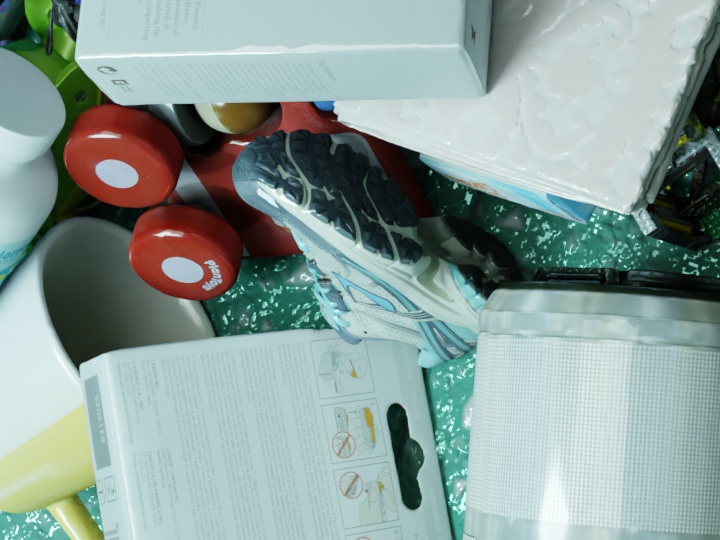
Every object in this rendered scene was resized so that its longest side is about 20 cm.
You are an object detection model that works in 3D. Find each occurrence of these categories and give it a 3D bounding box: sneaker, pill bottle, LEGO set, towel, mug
[{"bbox_3d":[0.000,0.000,1.055,0.086,0.199,0.078,-41,36,26],"label":"sneaker"},{"bbox_3d":[-0.240,-0.031,1.075,0.111,0.110,0.200,53,124,20],"label":"pill bottle"},{"bbox_3d":[0.188,-0.103,1.004,0.199,0.116,0.155,-26,75,21],"label":"LEGO set"},{"bbox_3d":[0.098,-0.141,0.968,0.190,0.032,0.201,22,87,33],"label":"towel"},{"bbox_3d":[-0.182,0.086,1.157,0.153,0.149,0.188,-34,57,28],"label":"mug"}]

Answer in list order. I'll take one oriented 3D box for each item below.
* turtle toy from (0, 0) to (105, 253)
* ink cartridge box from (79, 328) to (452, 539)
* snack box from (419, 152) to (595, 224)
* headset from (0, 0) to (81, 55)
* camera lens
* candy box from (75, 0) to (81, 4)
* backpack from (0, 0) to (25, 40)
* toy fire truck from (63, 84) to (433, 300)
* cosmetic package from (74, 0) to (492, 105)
[{"bbox_3d":[-0.206,-0.103,1.196,0.200,0.145,0.101,-51,46,13],"label":"turtle toy"},{"bbox_3d":[-0.050,0.116,1.086,0.050,0.199,0.164,-23,75,56],"label":"ink cartridge box"},{"bbox_3d":[0.116,-0.131,1.017,0.116,0.037,0.201,23,86,56],"label":"snack box"},{"bbox_3d":[-0.216,-0.192,1.101,0.123,0.094,0.200,-41,57,-9],"label":"headset"},{"bbox_3d":[0.134,0.102,0.990,0.159,0.160,0.202,3,87,26],"label":"camera lens"},{"bbox_3d":[-0.103,-0.256,1.115,0.169,0.076,0.202,153,127,-62],"label":"candy box"},{"bbox_3d":[-0.298,-0.168,1.237,0.126,0.167,0.201,33,88,19],"label":"backpack"},{"bbox_3d":[-0.062,-0.076,1.090,0.167,0.200,0.113,-6,49,22],"label":"toy fire truck"},{"bbox_3d":[-0.035,-0.140,0.960,0.198,0.074,0.103,2,76,14],"label":"cosmetic package"}]
